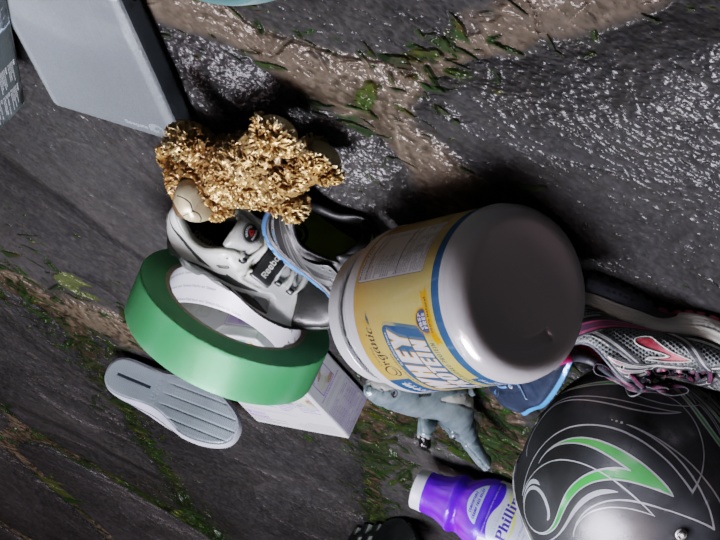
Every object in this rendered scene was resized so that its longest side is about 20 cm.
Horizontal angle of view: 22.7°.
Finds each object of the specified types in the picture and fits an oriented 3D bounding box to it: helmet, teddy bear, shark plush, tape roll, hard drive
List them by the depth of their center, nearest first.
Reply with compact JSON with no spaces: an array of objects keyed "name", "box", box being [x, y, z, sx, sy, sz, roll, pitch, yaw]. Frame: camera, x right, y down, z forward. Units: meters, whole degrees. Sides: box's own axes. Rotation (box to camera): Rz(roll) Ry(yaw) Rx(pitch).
[{"name":"hard drive","box":[-0.229,-0.193,1.520,0.138,0.033,0.201,18,155,21]},{"name":"teddy bear","box":[-0.102,-0.082,1.533,0.198,0.068,0.145,-3,158,31]},{"name":"helmet","box":[0.248,0.178,1.573,0.199,0.201,0.190,35,130,-18]},{"name":"tape roll","box":[-0.128,0.052,1.736,0.199,0.049,0.201,22,-158,-9]},{"name":"shark plush","box":[0.069,0.142,1.825,0.090,0.084,0.200,11,152,32]}]

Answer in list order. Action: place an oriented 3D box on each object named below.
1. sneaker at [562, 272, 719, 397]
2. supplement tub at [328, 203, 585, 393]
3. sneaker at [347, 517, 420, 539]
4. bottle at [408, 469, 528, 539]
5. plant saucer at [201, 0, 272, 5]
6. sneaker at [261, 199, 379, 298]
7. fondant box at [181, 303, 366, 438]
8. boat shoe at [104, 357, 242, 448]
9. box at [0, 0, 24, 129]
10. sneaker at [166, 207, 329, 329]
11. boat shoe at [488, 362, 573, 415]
[{"name":"sneaker","box":[0.251,0.074,1.503,0.198,0.075,0.081,19,156,17]},{"name":"supplement tub","box":[0.076,0.027,1.504,0.144,0.146,0.199,38,154,-24]},{"name":"sneaker","box":[0.053,0.373,2.337,0.088,0.075,0.200,33,166,-14]},{"name":"bottle","box":[0.152,0.278,2.015,0.198,0.084,0.065,19,156,20]},{"name":"plant saucer","box":[-0.125,-0.251,1.288,0.198,0.036,0.201,23,156,11]},{"name":"sneaker","box":[0.000,-0.001,1.622,0.199,0.071,0.083,35,162,-9]},{"name":"fondant box","box":[-0.102,0.100,1.954,0.143,0.059,0.200,6,150,40]},{"name":"boat shoe","box":[-0.221,0.162,2.212,0.199,0.074,0.067,28,174,23]},{"name":"box","box":[-0.386,-0.207,1.552,0.163,0.086,0.200,36,159,10]},{"name":"sneaker","box":[-0.096,-0.009,1.687,0.198,0.075,0.089,23,159,7]},{"name":"boat shoe","box":[0.147,0.088,1.636,0.068,0.085,0.200,31,154,0]}]
